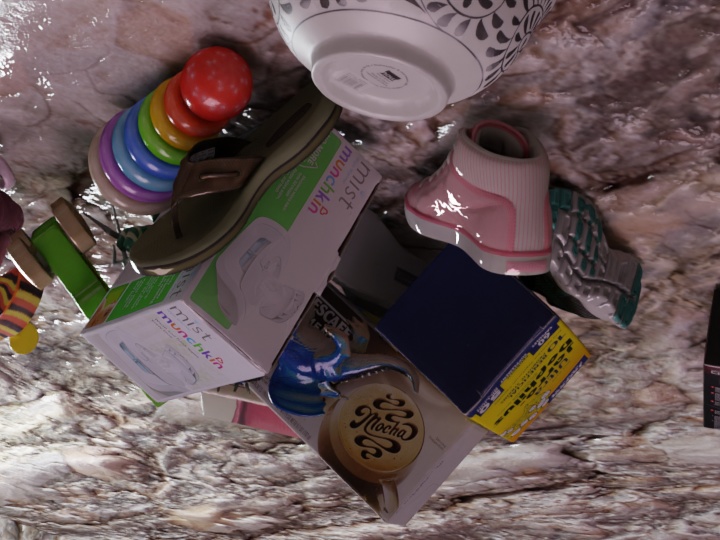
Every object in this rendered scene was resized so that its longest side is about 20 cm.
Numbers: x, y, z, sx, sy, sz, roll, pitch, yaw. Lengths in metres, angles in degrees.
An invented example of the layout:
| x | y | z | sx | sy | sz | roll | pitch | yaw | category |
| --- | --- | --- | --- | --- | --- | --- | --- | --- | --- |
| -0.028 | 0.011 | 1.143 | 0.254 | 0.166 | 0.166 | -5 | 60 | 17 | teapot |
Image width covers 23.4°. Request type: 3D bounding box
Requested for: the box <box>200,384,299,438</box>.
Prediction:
| x | y | z | sx | sy | sz | roll | pitch | yaw | category |
| --- | --- | --- | --- | --- | --- | --- | --- | --- | --- |
| -0.052 | 0.098 | 1.755 | 0.198 | 0.129 | 0.109 | 13 | 161 | 1 | box |

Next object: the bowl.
| x | y | z | sx | sy | sz | roll | pitch | yaw | category |
| --- | --- | --- | --- | --- | --- | --- | --- | --- | --- |
| 0.020 | -0.156 | 1.091 | 0.199 | 0.095 | 0.201 | 11 | 159 | 4 | bowl |

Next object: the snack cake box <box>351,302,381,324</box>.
| x | y | z | sx | sy | sz | roll | pitch | yaw | category |
| --- | --- | --- | --- | --- | --- | --- | --- | --- | --- |
| -0.036 | 0.055 | 1.610 | 0.199 | 0.068 | 0.115 | 28 | 176 | 18 | snack cake box |

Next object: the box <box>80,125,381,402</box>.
| x | y | z | sx | sy | sz | roll | pitch | yaw | category |
| --- | --- | --- | --- | --- | --- | --- | --- | --- | --- |
| -0.100 | -0.009 | 1.373 | 0.097 | 0.201 | 0.176 | 41 | 151 | -19 | box |

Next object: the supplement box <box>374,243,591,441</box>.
| x | y | z | sx | sy | sz | roll | pitch | yaw | category |
| --- | --- | --- | --- | --- | --- | --- | --- | --- | --- |
| 0.107 | 0.060 | 1.458 | 0.109 | 0.109 | 0.200 | 43 | -178 | 19 | supplement box |

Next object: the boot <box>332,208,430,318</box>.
| x | y | z | sx | sy | sz | roll | pitch | yaw | category |
| --- | --- | --- | --- | --- | --- | --- | --- | --- | --- |
| 0.000 | 0.000 | 1.551 | 0.199 | 0.074 | 0.095 | 35 | 158 | -35 | boot |

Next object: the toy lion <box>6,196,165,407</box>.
| x | y | z | sx | sy | sz | roll | pitch | yaw | category |
| --- | --- | --- | --- | --- | --- | --- | --- | --- | --- |
| -0.225 | 0.033 | 1.517 | 0.192 | 0.068 | 0.200 | 53 | 174 | -11 | toy lion |

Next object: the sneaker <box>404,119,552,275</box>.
| x | y | z | sx | sy | sz | roll | pitch | yaw | category |
| --- | --- | --- | --- | --- | --- | --- | --- | --- | --- |
| 0.091 | -0.070 | 1.327 | 0.075 | 0.106 | 0.200 | -6 | -163 | -18 | sneaker |

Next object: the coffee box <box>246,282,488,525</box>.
| x | y | z | sx | sy | sz | roll | pitch | yaw | category |
| --- | --- | --- | --- | --- | --- | --- | --- | --- | --- |
| -0.004 | 0.108 | 1.488 | 0.200 | 0.113 | 0.080 | 43 | -178 | 17 | coffee box |

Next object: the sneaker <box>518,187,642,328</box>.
| x | y | z | sx | sy | sz | roll | pitch | yaw | category |
| --- | --- | --- | --- | --- | --- | --- | --- | --- | --- |
| 0.160 | -0.007 | 1.436 | 0.090 | 0.078 | 0.200 | 6 | 157 | 31 | sneaker |

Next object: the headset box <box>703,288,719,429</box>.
| x | y | z | sx | sy | sz | roll | pitch | yaw | category |
| --- | --- | --- | --- | --- | --- | --- | --- | --- | --- |
| 0.380 | 0.086 | 1.540 | 0.147 | 0.076 | 0.200 | 7 | 159 | 15 | headset box |

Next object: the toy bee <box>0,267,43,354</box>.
| x | y | z | sx | sy | sz | roll | pitch | yaw | category |
| --- | --- | --- | --- | --- | --- | --- | --- | --- | --- |
| -0.420 | 0.066 | 1.924 | 0.130 | 0.110 | 0.200 | 17 | 159 | -18 | toy bee |

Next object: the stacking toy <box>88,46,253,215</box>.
| x | y | z | sx | sy | sz | roll | pitch | yaw | category |
| --- | --- | --- | --- | --- | --- | --- | --- | --- | --- |
| -0.141 | -0.113 | 1.333 | 0.085 | 0.086 | 0.200 | 20 | 154 | -20 | stacking toy |

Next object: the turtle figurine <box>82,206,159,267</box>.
| x | y | z | sx | sy | sz | roll | pitch | yaw | category |
| --- | --- | --- | --- | --- | --- | --- | --- | --- | --- |
| -0.167 | -0.005 | 1.528 | 0.100 | 0.201 | 0.150 | -25 | 159 | -5 | turtle figurine |

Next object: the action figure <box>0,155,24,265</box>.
| x | y | z | sx | sy | sz | roll | pitch | yaw | category |
| --- | --- | --- | --- | --- | --- | --- | --- | --- | --- |
| -0.358 | -0.068 | 1.597 | 0.148 | 0.135 | 0.200 | -35 | 160 | 7 | action figure |

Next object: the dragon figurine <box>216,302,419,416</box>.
| x | y | z | sx | sy | sz | roll | pitch | yaw | category |
| --- | --- | --- | --- | --- | --- | --- | --- | --- | --- |
| -0.039 | 0.083 | 1.421 | 0.199 | 0.100 | 0.059 | 24 | -161 | 18 | dragon figurine |

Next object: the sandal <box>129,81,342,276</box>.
| x | y | z | sx | sy | sz | roll | pitch | yaw | category |
| --- | --- | --- | --- | --- | --- | --- | --- | --- | --- |
| -0.099 | -0.076 | 1.273 | 0.057 | 0.201 | 0.080 | 48 | 171 | -31 | sandal |
